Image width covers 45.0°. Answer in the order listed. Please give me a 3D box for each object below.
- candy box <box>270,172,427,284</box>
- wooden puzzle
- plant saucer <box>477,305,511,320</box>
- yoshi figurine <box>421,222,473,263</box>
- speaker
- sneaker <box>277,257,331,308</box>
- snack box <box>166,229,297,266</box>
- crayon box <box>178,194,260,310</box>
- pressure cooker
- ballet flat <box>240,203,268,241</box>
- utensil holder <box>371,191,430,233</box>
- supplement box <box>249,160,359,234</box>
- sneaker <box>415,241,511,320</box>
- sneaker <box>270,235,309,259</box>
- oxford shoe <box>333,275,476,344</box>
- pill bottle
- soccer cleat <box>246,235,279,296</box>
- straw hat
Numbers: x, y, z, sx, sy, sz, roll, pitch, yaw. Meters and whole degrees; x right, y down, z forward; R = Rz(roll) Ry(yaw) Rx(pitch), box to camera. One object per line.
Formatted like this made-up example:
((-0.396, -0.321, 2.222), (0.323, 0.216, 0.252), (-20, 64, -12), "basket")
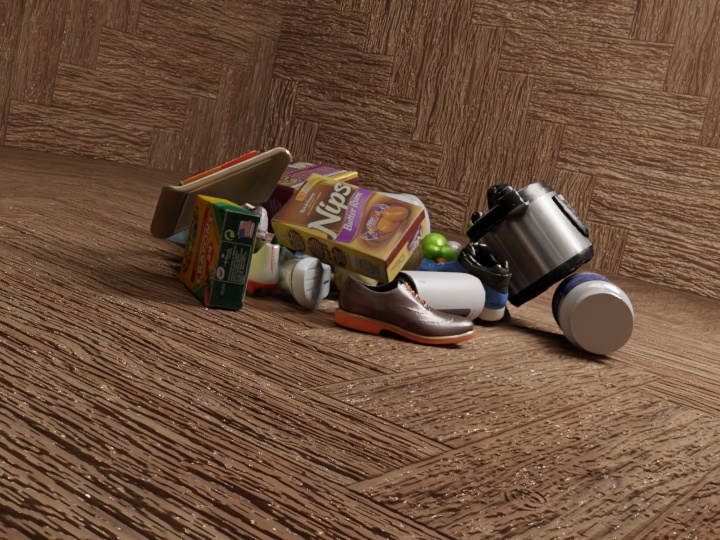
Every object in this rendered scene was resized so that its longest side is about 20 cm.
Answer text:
((-0.017, -0.064, 1.271), (0.199, 0.057, 0.117), (19, 54, 27), "candy box")
((-0.217, -0.121, 1.318), (0.199, 0.037, 0.185), (-22, -11, -26), "wooden puzzle")
((0.176, 0.046, 1.561), (0.199, 0.036, 0.200), (12, 7, -1), "plant saucer")
((0.184, -0.027, 1.598), (0.199, 0.113, 0.112), (10, -17, -31), "yoshi figurine")
((0.108, 0.041, 1.316), (0.081, 0.082, 0.199), (17, 9, 35), "speaker")
((-0.090, 0.017, 1.266), (0.070, 0.074, 0.200), (4, -3, 5), "sneaker")
((-0.204, -0.032, 1.427), (0.199, 0.037, 0.116), (14, -9, 13), "snack box")
((-0.200, -0.031, 1.188), (0.051, 0.128, 0.200), (9, 7, -25), "crayon box")
((0.280, -0.060, 1.491), (0.178, 0.201, 0.176), (-26, -12, -41), "pressure cooker")
((-0.208, -0.079, 1.494), (0.069, 0.072, 0.200), (24, -13, -29), "ballet flat")
((0.010, -0.076, 1.714), (0.199, 0.171, 0.170), (3, 11, -37), "utensil holder")
((-0.106, -0.126, 1.567), (0.130, 0.104, 0.200), (-22, 25, -31), "supplement box")
((0.164, -0.007, 1.446), (0.199, 0.112, 0.077), (31, 31, 36), "sneaker")
((-0.124, -0.037, 1.555), (0.089, 0.079, 0.200), (4, 10, -27), "sneaker")
((0.067, 0.054, 1.178), (0.199, 0.073, 0.071), (10, 7, -14), "oxford shoe")
((0.372, 0.068, 1.390), (0.115, 0.116, 0.200), (13, 7, 6), "pill bottle")
((-0.185, -0.022, 1.297), (0.068, 0.086, 0.200), (5, 10, -41), "soccer cleat")
((0.000, 0.000, 1.392), (0.200, 0.086, 0.201), (6, -31, 4), "straw hat")
